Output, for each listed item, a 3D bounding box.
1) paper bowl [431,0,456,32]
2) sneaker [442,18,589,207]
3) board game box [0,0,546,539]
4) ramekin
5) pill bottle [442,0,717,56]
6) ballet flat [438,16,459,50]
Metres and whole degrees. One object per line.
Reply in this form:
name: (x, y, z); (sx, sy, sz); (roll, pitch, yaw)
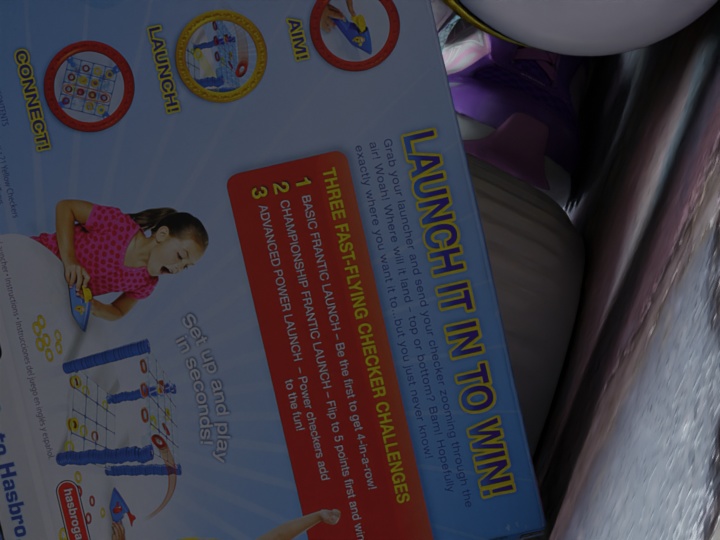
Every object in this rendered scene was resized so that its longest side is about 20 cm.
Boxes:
paper bowl: (0.055, -0.201, 0.989); (0.201, 0.104, 0.201); (-48, 3, 3)
sneaker: (0.065, -0.083, 0.978); (0.089, 0.080, 0.200); (-59, 5, 8)
board game box: (-0.059, 0.003, 0.721); (0.056, 0.195, 0.201); (-97, -5, -84)
ramekin: (0.007, 0.044, 0.854); (0.200, 0.105, 0.201); (-161, 90, -88)
pill bottle: (0.069, -0.131, 0.782); (0.200, 0.112, 0.112); (-96, 26, -83)
ballet flat: (0.087, -0.144, 1.175); (0.200, 0.074, 0.074); (-77, 7, -51)
